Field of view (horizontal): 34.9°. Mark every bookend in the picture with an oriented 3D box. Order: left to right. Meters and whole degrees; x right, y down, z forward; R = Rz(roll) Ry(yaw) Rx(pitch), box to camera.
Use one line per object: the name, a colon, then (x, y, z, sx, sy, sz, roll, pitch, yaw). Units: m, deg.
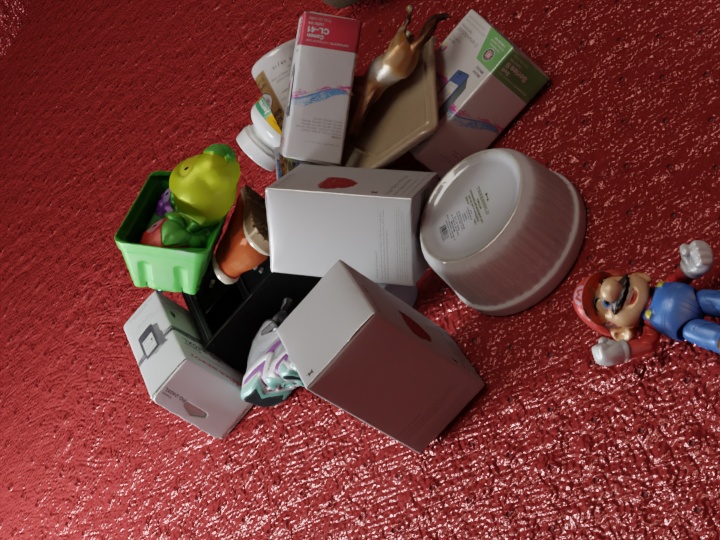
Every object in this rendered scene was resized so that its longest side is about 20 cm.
bookend: (-0.164, 0.014, 1.740, 0.200, 0.092, 0.199, -47, 36, 10)

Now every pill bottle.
pill bottle: (-0.107, -0.262, 1.872, 0.200, 0.113, 0.113, -45, 37, 15)
pill bottle: (-0.074, -0.244, 1.745, 0.114, 0.114, 0.200, -29, 86, 32)

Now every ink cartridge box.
ink cartridge box: (-0.256, 0.139, 1.703, 0.083, 0.145, 0.200, -48, 36, 7)
ink cartridge box: (-0.058, -0.254, 1.604, 0.148, 0.085, 0.200, -129, 49, -79)
ink cartridge box: (0.142, -0.240, 1.588, 0.200, 0.087, 0.145, -49, 36, 15)

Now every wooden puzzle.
wooden puzzle: (0.042, -0.211, 1.590, 0.185, 0.037, 0.200, -32, 39, 35)

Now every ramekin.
ramekin: (0.166, -0.055, 1.402, 0.200, 0.105, 0.200, -29, 44, 32)

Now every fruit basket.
fruit basket: (-0.248, -0.093, 1.622, 0.155, 0.216, 0.216, 8, 60, 3)

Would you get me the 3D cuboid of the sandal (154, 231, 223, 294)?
sandal: (-0.252, -0.012, 1.753, 0.075, 0.048, 0.200, -27, 16, 27)

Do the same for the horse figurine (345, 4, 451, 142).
horse figurine: (0.039, -0.284, 1.578, 0.200, 0.050, 0.133, -39, 29, 32)

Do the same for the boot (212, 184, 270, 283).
boot: (-0.175, -0.054, 1.683, 0.107, 0.075, 0.200, -45, 20, 17)

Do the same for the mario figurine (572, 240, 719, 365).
mario figurine: (0.301, 0.036, 1.170, 0.200, 0.106, 0.123, 8, 34, 43)

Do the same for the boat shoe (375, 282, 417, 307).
boat shoe: (-0.018, 0.056, 1.483, 0.086, 0.075, 0.202, 25, 46, 39)

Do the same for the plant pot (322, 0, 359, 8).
plant pot: (0.001, -0.543, 1.935, 0.200, 0.187, 0.187, -43, 35, 42)

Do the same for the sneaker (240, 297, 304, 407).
sneaker: (-0.093, 0.098, 1.595, 0.200, 0.078, 0.140, -23, 54, 37)

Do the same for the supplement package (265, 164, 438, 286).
supplement package: (-0.008, -0.063, 1.496, 0.200, 0.120, 0.121, 5, 22, 19)

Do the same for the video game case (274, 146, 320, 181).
video game case: (-0.084, -0.098, 1.705, 0.200, 0.018, 0.144, -145, 49, -61)

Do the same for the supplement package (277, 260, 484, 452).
supplement package: (0.024, 0.103, 1.349, 0.120, 0.200, 0.121, -48, 37, 11)
